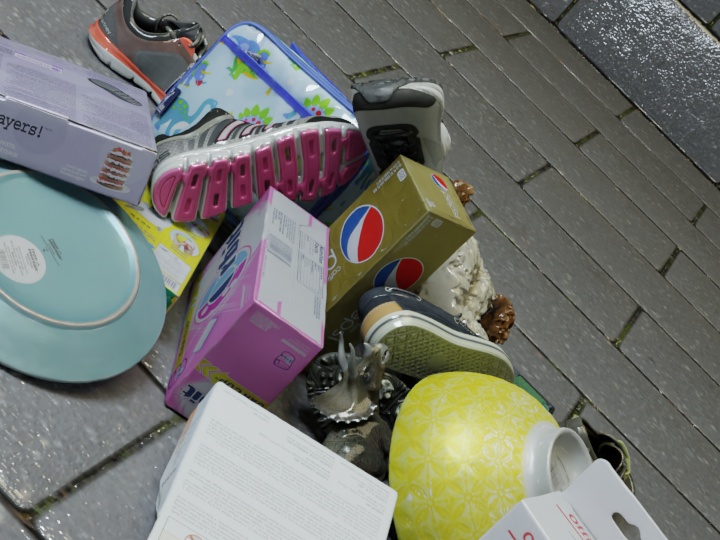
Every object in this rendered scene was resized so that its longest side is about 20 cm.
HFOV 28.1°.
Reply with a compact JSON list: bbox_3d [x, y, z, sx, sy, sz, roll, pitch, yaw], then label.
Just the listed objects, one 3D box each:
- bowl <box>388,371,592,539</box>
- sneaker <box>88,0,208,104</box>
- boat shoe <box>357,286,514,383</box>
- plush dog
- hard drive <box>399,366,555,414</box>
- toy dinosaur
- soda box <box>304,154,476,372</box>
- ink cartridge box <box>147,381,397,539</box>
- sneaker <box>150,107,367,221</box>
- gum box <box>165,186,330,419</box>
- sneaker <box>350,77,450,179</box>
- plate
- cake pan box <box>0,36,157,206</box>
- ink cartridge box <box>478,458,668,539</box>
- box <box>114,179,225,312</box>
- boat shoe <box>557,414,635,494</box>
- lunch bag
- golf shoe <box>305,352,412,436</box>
[{"bbox_3d":[0.120,0.170,1.125,0.200,0.107,0.202,27,56,-49],"label":"bowl"},{"bbox_3d":[-0.174,-0.203,1.440,0.199,0.082,0.077,35,24,-20],"label":"sneaker"},{"bbox_3d":[0.066,0.066,1.224,0.200,0.075,0.062,30,22,-46],"label":"boat shoe"},{"bbox_3d":[0.067,0.003,1.376,0.199,0.161,0.172,29,-5,18],"label":"plush dog"},{"bbox_3d":[0.111,0.128,1.391,0.140,0.038,0.200,45,23,3],"label":"hard drive"},{"bbox_3d":[-0.002,0.161,1.114,0.102,0.077,0.202,24,61,-33],"label":"toy dinosaur"},{"bbox_3d":[0.000,0.000,1.213,0.064,0.200,0.068,19,35,-44],"label":"soda box"},{"bbox_3d":[-0.068,0.192,0.971,0.162,0.050,0.201,33,43,-10],"label":"ink cartridge box"},{"bbox_3d":[-0.092,-0.101,1.213,0.198,0.074,0.088,-15,41,-21],"label":"sneaker"},{"bbox_3d":[-0.085,0.028,1.134,0.066,0.114,0.200,36,24,-17],"label":"gum box"},{"bbox_3d":[0.039,-0.106,1.213,0.200,0.073,0.080,53,36,-68],"label":"sneaker"},{"bbox_3d":[-0.222,-0.011,1.025,0.199,0.026,0.201,25,42,-25],"label":"plate"},{"bbox_3d":[-0.258,-0.130,1.111,0.199,0.053,0.184,19,14,-19],"label":"cake pan box"},{"bbox_3d":[0.120,0.236,0.997,0.066,0.200,0.116,4,43,-55],"label":"ink cartridge box"},{"bbox_3d":[-0.182,-0.040,1.185,0.117,0.048,0.200,38,25,-9],"label":"box"},{"bbox_3d":[0.230,0.192,1.403,0.201,0.060,0.073,34,37,-51],"label":"boat shoe"},{"bbox_3d":[-0.084,-0.121,1.317,0.200,0.161,0.082,45,1,20],"label":"lunch bag"},{"bbox_3d":[0.024,0.128,1.223,0.200,0.077,0.088,37,5,-27],"label":"golf shoe"}]
